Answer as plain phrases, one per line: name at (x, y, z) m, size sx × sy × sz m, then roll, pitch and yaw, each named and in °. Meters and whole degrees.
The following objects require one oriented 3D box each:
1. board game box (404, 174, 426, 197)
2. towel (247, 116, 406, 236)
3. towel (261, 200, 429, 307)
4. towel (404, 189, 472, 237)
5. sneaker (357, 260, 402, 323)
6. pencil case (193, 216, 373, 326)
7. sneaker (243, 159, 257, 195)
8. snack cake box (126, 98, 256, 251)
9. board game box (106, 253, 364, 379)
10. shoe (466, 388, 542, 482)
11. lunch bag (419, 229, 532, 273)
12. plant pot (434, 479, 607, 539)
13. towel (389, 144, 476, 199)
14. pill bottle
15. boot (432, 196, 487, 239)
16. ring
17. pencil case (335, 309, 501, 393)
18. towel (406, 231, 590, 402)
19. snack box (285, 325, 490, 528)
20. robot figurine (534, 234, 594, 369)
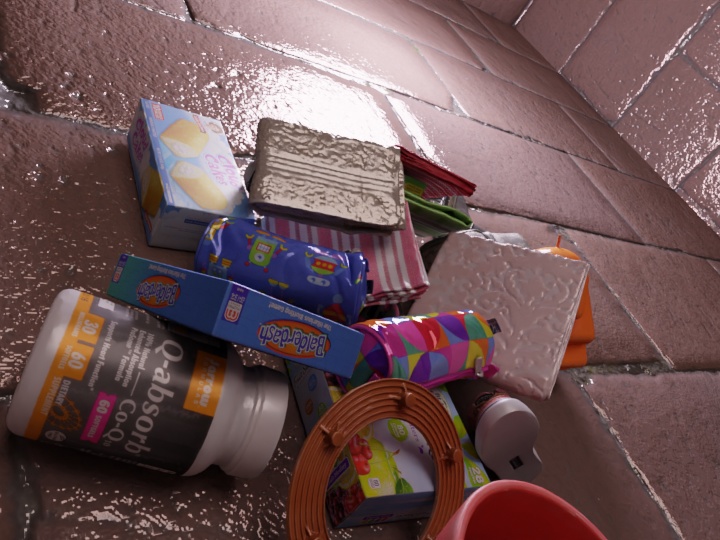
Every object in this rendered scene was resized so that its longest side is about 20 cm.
board game box at (0.001, -0.149, 0.970) m, size 0.198 × 0.029 × 0.135 m, roll 25°, pitch -2°, yaw 2°
towel at (-0.037, -0.114, 0.778) m, size 0.197 × 0.035 × 0.134 m, roll 11°, pitch 59°, yaw -18°
towel at (-0.023, -0.022, 0.783) m, size 0.197 × 0.030 × 0.148 m, roll -7°, pitch 56°, yaw -7°
towel at (0.070, -0.091, 0.937) m, size 0.147 × 0.031 × 0.200 m, roll 20°, pitch -5°, yaw -12°
sneaker at (0.000, 0.000, 0.854) m, size 0.201 × 0.079 × 0.095 m, roll 53°, pitch 24°, yaw 21°
pencil case at (-0.082, -0.002, 0.703) m, size 0.197 × 0.078 × 0.088 m, roll 15°, pitch 72°, yaw 3°
sneaker at (-0.114, -0.117, 0.866) m, size 0.076 × 0.076 × 0.200 m, roll 35°, pitch 7°, yaw 16°
snack cake box at (-0.215, -0.117, 0.787) m, size 0.114 × 0.067 × 0.201 m, roll 7°, pitch 44°, yaw -37°
board game box at (-0.117, 0.039, 0.569) m, size 0.199 × 0.046 × 0.151 m, roll 11°, pitch -11°, yaw 47°
shoe at (0.153, 0.172, 0.714) m, size 0.091 × 0.071 × 0.201 m, roll 61°, pitch 1°, yaw 40°
lunch bag at (0.176, 0.042, 0.912) m, size 0.165 × 0.140 × 0.201 m, roll 1°, pitch 44°, yaw -19°
plant pot at (0.100, 0.295, 0.475) m, size 0.199 × 0.178 × 0.202 m, roll 25°, pitch 34°, yaw -19°
towel at (0.072, -0.143, 0.956) m, size 0.143 × 0.023 × 0.200 m, roll 24°, pitch -4°, yaw -20°
pill bottle at (-0.167, 0.100, 0.519) m, size 0.198 × 0.117 × 0.117 m, roll 22°, pitch 35°, yaw -22°
boot at (0.227, -0.053, 1.128) m, size 0.198 × 0.073 × 0.183 m, roll 23°, pitch 48°, yaw -9°
ring at (0.024, 0.198, 0.553) m, size 0.198 × 0.019 × 0.204 m, roll 2°, pitch 86°, yaw -36°
pencil case at (0.066, 0.088, 0.665) m, size 0.198 × 0.089 × 0.089 m, roll -2°, pitch 49°, yaw -44°
towel at (0.167, 0.049, 0.796) m, size 0.198 × 0.032 × 0.192 m, roll 16°, pitch 62°, yaw 26°
snack box at (0.025, 0.158, 0.675) m, size 0.167 × 0.068 × 0.202 m, roll 10°, pitch 42°, yaw -35°
robot figurine at (0.300, 0.051, 0.981) m, size 0.144 × 0.115 × 0.203 m, roll 30°, pitch 53°, yaw -66°
